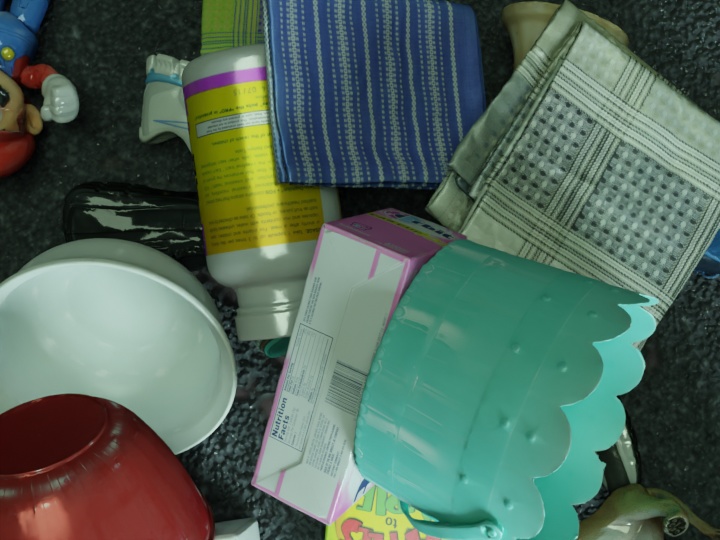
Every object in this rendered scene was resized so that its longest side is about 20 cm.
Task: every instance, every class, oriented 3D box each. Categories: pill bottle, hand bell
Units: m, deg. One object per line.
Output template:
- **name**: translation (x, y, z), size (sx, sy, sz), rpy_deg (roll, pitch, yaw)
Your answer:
- **pill bottle**: translation (-0.067, -0.054, 0.760), size (0.103, 0.104, 0.203), rpy_deg (-8, 90, 1)
- **hand bell**: translation (0.134, -0.095, 0.823), size (0.103, 0.104, 0.203), rpy_deg (16, 87, 3)

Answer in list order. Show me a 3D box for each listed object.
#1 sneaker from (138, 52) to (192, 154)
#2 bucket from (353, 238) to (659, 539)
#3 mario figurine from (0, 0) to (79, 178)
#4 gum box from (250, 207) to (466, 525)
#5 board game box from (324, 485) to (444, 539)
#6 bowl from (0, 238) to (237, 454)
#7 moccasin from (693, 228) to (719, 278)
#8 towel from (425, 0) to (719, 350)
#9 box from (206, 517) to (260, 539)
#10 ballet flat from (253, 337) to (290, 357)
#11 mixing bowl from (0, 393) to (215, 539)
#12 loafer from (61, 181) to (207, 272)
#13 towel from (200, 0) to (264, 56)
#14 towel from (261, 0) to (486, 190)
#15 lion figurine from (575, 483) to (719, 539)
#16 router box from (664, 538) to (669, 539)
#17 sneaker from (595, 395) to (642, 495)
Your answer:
- **sneaker**: translation (-0.090, -0.108, 0.852), size (0.198, 0.075, 0.088), rpy_deg (17, 91, 12)
- **bucket**: translation (0.096, 0.085, 0.689), size (0.134, 0.207, 0.209), rpy_deg (22, 85, 23)
- **mario figurine**: translation (-0.292, -0.173, 0.839), size (0.122, 0.106, 0.203), rpy_deg (-8, 73, 36)
- **gum box**: translation (-0.001, 0.066, 0.723), size (0.066, 0.113, 0.202), rpy_deg (22, 107, 20)
- **board game box**: translation (0.028, 0.154, 0.825), size (0.100, 0.048, 0.203), rpy_deg (5, 84, 2)
- **bowl**: translation (-0.188, 0.047, 0.803), size (0.198, 0.091, 0.203), rpy_deg (1, 128, 1)
- **moccasin**: translation (0.255, -0.038, 0.830), size (0.197, 0.068, 0.081), rpy_deg (14, 77, 2)
- **towel**: translation (0.172, -0.066, 0.765), size (0.199, 0.035, 0.194), rpy_deg (34, 88, -6)
- **box**: translation (-0.171, 0.281, 0.789), size (0.197, 0.106, 0.154), rpy_deg (-8, 83, 2)
- **ballet flat**: translation (0.000, 0.000, 0.835), size (0.198, 0.072, 0.073), rpy_deg (-23, 84, -2)
- **mixing bowl**: translation (-0.207, 0.156, 0.724), size (0.197, 0.201, 0.110), rpy_deg (-8, 115, 1)
- **loafer**: translation (-0.140, -0.028, 0.846), size (0.198, 0.068, 0.071), rpy_deg (5, 104, -1)
- **towel**: translation (-0.028, -0.218, 0.851), size (0.197, 0.023, 0.145), rpy_deg (-2, 57, -1)
- **towel**: translation (0.019, -0.131, 0.756), size (0.198, 0.024, 0.147), rpy_deg (-3, 87, -39)
- **lion figurine**: translation (0.165, 0.204, 0.767), size (0.198, 0.123, 0.073), rpy_deg (-24, 102, 10)
- **router box**: translation (0.292, 0.250, 0.729), size (0.148, 0.200, 0.063), rpy_deg (11, 89, 2)
- **sneaker**: translation (0.156, 0.089, 0.824), size (0.079, 0.074, 0.202), rpy_deg (-27, 78, 10)
